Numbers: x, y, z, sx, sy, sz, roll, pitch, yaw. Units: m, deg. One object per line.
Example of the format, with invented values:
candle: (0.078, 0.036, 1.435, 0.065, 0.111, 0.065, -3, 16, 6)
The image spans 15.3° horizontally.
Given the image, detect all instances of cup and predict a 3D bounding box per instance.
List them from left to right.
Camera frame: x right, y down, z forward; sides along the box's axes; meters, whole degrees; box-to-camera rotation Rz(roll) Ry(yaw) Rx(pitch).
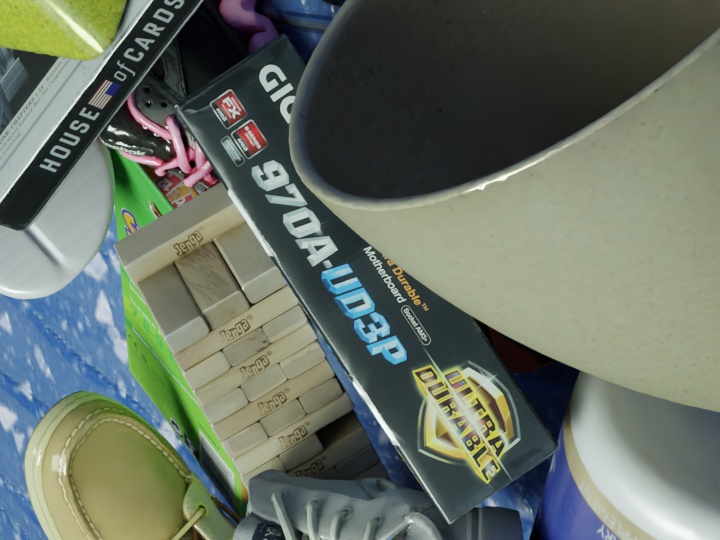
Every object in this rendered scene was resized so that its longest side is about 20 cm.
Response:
cup: (0.099, -0.041, 0.798, 0.200, 0.201, 0.143, 2, 138, 55)

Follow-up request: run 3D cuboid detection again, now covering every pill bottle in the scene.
pill bottle: (0.110, 0.117, 0.918, 0.116, 0.115, 0.201, 44, 141, 31)

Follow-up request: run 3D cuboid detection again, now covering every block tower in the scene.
block tower: (-0.029, 0.061, 1.060, 0.201, 0.054, 0.058, 63, 176, -38)

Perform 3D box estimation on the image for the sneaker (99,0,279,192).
sneaker: (-0.057, -0.053, 1.076, 0.200, 0.095, 0.079, 50, 140, 24)

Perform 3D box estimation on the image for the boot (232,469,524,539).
boot: (0.001, 0.111, 0.951, 0.200, 0.095, 0.074, 164, 113, -84)

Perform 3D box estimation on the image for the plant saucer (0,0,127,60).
plant saucer: (-0.140, -0.192, 1.058, 0.199, 0.048, 0.201, 13, 84, 51)

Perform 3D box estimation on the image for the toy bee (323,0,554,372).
toy bee: (0.051, -0.063, 0.921, 0.131, 0.108, 0.200, 57, 179, 39)

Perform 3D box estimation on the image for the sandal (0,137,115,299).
sandal: (-0.166, -0.058, 1.141, 0.207, 0.079, 0.059, 47, 169, 32)

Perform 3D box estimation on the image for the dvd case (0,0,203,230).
dvd case: (-0.125, -0.135, 1.074, 0.150, 0.025, 0.200, -50, 43, 23)

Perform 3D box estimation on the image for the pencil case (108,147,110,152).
pencil case: (-0.174, -0.111, 1.217, 0.201, 0.083, 0.091, 61, -173, 10)

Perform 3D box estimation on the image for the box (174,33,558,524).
box: (0.000, 0.000, 0.930, 0.159, 0.046, 0.200, 57, 180, -1)

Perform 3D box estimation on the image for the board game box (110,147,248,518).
board game box: (-0.071, 0.024, 1.157, 0.096, 0.030, 0.200, 51, 162, 24)

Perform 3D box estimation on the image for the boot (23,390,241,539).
boot: (-0.052, 0.143, 1.167, 0.155, 0.073, 0.201, 18, 146, 49)
